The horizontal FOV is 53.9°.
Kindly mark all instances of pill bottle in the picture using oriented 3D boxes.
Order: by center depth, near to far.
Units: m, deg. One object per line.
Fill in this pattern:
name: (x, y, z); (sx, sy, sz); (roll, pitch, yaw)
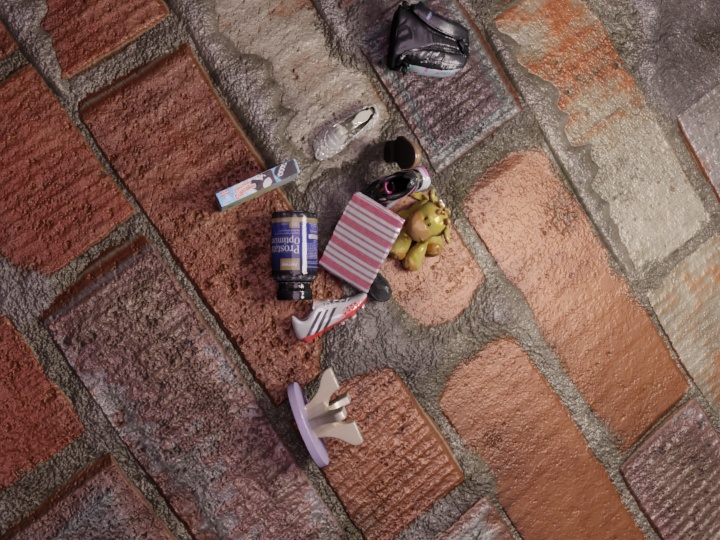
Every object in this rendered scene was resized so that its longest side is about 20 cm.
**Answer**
pill bottle: (-0.154, -0.033, 1.658); (0.109, 0.112, 0.206); (0, 88, -13)

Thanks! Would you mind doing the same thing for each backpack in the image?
backpack: (0.169, -0.554, 1.740); (0.194, 0.127, 0.172); (7, 98, -14)

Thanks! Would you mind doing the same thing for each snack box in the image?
snack box: (-0.240, -0.195, 1.640); (0.196, 0.116, 0.038); (-26, 94, -13)

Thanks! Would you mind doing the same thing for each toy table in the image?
toy table: (-0.080, 0.337, 1.645); (0.115, 0.184, 0.204); (-24, 103, 5)

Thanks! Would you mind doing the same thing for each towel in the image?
towel: (0.002, -0.066, 1.685); (0.144, 0.030, 0.203); (31, 99, 13)

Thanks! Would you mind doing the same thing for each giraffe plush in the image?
giraffe plush: (0.155, -0.108, 1.704); (0.172, 0.162, 0.201); (40, 81, -8)

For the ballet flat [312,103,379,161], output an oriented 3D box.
ballet flat: (-0.035, -0.345, 1.718); (0.199, 0.072, 0.072); (-38, 97, -10)

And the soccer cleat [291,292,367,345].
soccer cleat: (-0.075, 0.097, 1.697); (0.197, 0.069, 0.086); (-32, 100, -7)

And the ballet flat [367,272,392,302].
ballet flat: (0.000, 0.000, 1.733); (0.066, 0.057, 0.201); (-42, 92, 12)

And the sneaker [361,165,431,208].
sneaker: (0.065, -0.196, 1.679); (0.086, 0.198, 0.082); (-17, 83, -53)

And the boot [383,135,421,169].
boot: (0.117, -0.281, 1.683); (0.073, 0.200, 0.076); (1, 103, -15)
